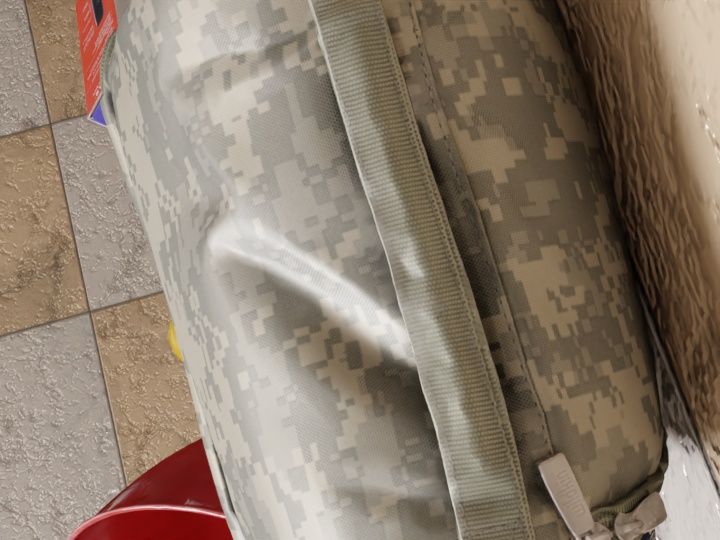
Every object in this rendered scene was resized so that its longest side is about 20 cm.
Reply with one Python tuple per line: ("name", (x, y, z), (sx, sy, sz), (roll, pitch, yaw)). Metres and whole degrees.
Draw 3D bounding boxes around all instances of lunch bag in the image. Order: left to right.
("lunch bag", (0.008, -0.003, 0.403), (0.168, 0.138, 0.202), (130, 124, -86))

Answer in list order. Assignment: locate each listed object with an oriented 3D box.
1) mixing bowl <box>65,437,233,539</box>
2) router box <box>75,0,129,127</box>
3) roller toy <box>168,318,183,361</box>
("mixing bowl", (-0.042, 0.152, 0.720), (0.109, 0.198, 0.201), (-62, -31, -46))
("router box", (-0.078, -0.115, 0.892), (0.049, 0.199, 0.180), (-57, 26, 21))
("roller toy", (-0.066, 0.070, 1.343), (0.183, 0.199, 0.140), (57, 178, -5))
